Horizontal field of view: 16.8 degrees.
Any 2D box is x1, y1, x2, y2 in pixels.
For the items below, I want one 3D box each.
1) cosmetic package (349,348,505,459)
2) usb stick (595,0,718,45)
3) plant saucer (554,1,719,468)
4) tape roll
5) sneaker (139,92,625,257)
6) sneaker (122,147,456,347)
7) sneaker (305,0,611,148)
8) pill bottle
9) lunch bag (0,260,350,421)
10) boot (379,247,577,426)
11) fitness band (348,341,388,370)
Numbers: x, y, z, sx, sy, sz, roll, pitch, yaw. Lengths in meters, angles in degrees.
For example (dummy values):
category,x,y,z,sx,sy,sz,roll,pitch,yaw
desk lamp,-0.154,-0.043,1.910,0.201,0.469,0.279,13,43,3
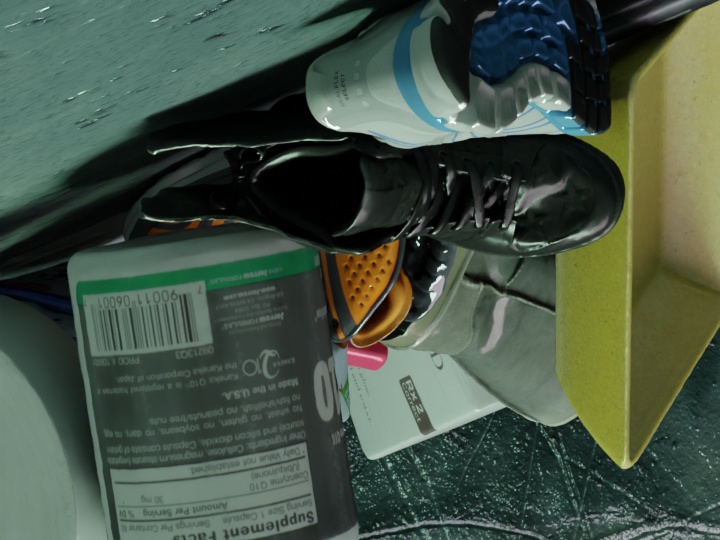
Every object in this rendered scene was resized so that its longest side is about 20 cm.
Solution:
category,x,y,z,sx,sy,sz,roll,pitch,yaw
cosmetic package,0.078,0.014,1.678,0.164,0.166,0.200,-20,174,-24
usb stick,0.118,-0.122,1.119,0.199,0.033,0.055,-23,-177,1
plant saucer,0.139,-0.035,1.196,0.048,0.202,0.200,8,-154,20
tape roll,-0.204,0.109,1.132,0.201,0.204,0.071,-24,175,19
sneaker,0.012,-0.034,1.035,0.198,0.061,0.104,12,-162,5
sneaker,-0.034,-0.009,1.157,0.077,0.113,0.199,-18,174,-44
sneaker,0.041,-0.085,1.008,0.086,0.076,0.200,-12,177,28
pill bottle,-0.061,0.083,1.079,0.112,0.202,0.113,-8,-175,1
lunch bag,-0.108,0.044,1.229,0.199,0.076,0.160,9,-167,34
boot,0.094,-0.013,1.242,0.199,0.073,0.182,22,107,-49
fitness band,0.000,0.000,1.382,0.199,0.038,0.144,14,143,-29
